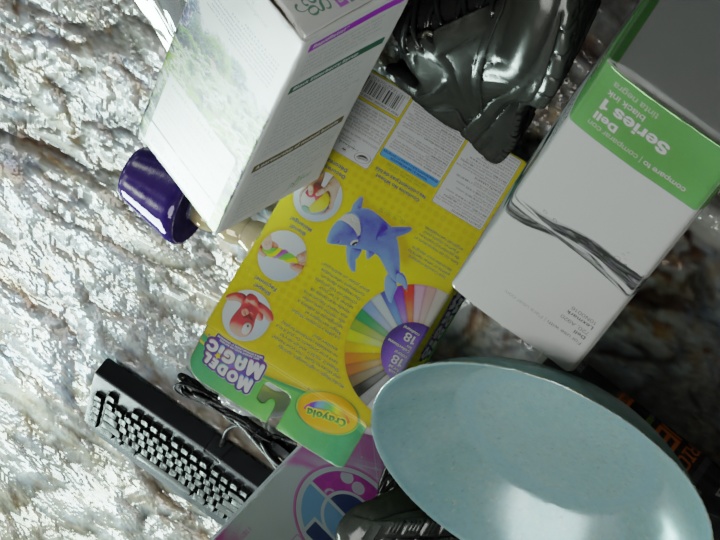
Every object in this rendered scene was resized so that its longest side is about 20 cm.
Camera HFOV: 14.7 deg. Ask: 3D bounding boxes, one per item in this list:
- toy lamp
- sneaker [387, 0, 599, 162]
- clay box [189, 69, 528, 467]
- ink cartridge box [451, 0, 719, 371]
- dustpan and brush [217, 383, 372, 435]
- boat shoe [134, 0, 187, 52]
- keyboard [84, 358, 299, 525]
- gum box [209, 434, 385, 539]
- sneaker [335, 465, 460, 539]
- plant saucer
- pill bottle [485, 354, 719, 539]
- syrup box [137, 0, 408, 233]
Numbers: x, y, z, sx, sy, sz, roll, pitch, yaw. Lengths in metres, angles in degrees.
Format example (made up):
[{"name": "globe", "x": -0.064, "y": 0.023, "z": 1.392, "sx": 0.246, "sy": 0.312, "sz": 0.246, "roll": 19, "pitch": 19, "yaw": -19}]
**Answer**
[{"name": "toy lamp", "x": -0.057, "y": -0.018, "z": 1.695, "sx": 0.199, "sy": 0.058, "sz": 0.058, "roll": 26, "pitch": 137, "yaw": 16}, {"name": "sneaker", "x": 0.065, "y": -0.123, "z": 1.440, "sx": 0.090, "sy": 0.076, "sz": 0.200, "roll": 27, "pitch": 153, "yaw": -4}, {"name": "clay box", "x": 0.000, "y": 0.000, "z": 1.568, "sx": 0.115, "sy": 0.201, "sz": 0.048, "roll": 31, "pitch": 180, "yaw": 14}, {"name": "ink cartridge box", "x": 0.142, "y": -0.064, "z": 1.418, "sx": 0.084, "sy": 0.146, "sz": 0.200, "roll": 35, "pitch": 139, "yaw": 1}, {"name": "dustpan and brush", "x": -0.023, "y": 0.073, "z": 1.649, "sx": 0.139, "sy": 0.058, "sz": 0.200, "roll": 12, "pitch": 172, "yaw": 32}, {"name": "boat shoe", "x": -0.080, "y": -0.154, "z": 1.596, "sx": 0.071, "sy": 0.070, "sz": 0.202, "roll": -4, "pitch": 125, "yaw": 29}, {"name": "keyboard", "x": -0.099, "y": 0.127, "z": 1.878, "sx": 0.199, "sy": 0.021, "sz": 0.127, "roll": 34, "pitch": 139, "yaw": 11}, {"name": "gum box", "x": -0.024, "y": 0.175, "z": 1.717, "sx": 0.114, "sy": 0.200, "sz": 0.066, "roll": 45, "pitch": 140, "yaw": 0}, {"name": "sneaker", "x": 0.036, "y": 0.145, "z": 1.663, "sx": 0.076, "sy": 0.200, "sz": 0.091, "roll": -48, "pitch": 66, "yaw": 19}, {"name": "plant saucer", "x": 0.103, "y": 0.102, "z": 1.510, "sx": 0.200, "sy": 0.039, "sz": 0.202, "roll": 21, "pitch": 146, "yaw": 15}, {"name": "pill bottle", "x": 0.160, "y": 0.142, "z": 1.613, "sx": 0.200, "sy": 0.106, "sz": 0.106, "roll": 38, "pitch": 139, "yaw": 7}, {"name": "syrup box", "x": -0.047, "y": -0.112, "z": 1.464, "sx": 0.079, "sy": 0.081, "sz": 0.200, "roll": 52, "pitch": 149, "yaw": 14}]
